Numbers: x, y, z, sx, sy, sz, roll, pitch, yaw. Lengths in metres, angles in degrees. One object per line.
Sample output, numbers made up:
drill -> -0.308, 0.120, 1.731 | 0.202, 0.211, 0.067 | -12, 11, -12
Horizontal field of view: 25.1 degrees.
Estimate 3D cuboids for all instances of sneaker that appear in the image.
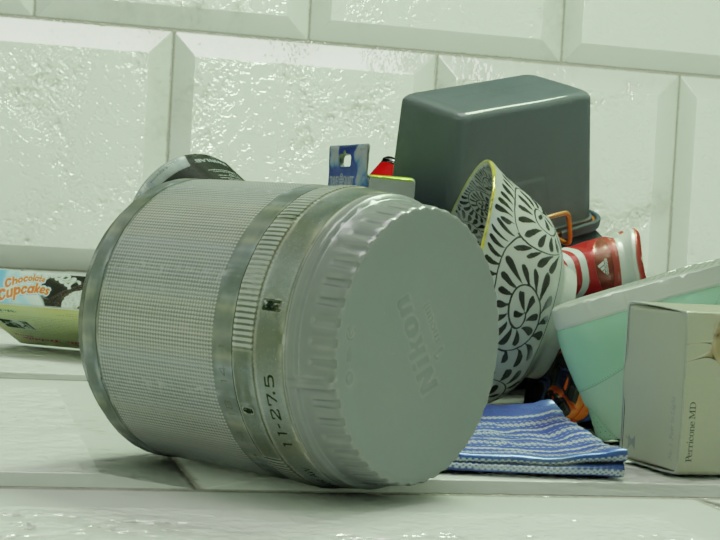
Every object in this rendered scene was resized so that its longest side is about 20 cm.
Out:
sneaker -> 0.176, 0.087, 1.254 | 0.078, 0.076, 0.200 | 14, 8, -6
sneaker -> 0.241, 0.056, 1.129 | 0.198, 0.120, 0.074 | -15, 0, -2
sneaker -> 0.172, 0.007, 1.365 | 0.114, 0.079, 0.200 | -6, -13, 1

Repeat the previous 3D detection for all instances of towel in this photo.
towel -> 0.081, 0.104, 1.045 | 0.143, 0.024, 0.200 | 2, 2, -6

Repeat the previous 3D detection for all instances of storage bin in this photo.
storage bin -> 0.119, -0.085, 1.384 | 0.199, 0.136, 0.145 | -14, 26, -36

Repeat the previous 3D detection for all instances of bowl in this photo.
bowl -> 0.105, 0.026, 1.228 | 0.093, 0.203, 0.201 | 18, 0, -6

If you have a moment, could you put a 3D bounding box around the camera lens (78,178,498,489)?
camera lens -> -0.044, 0.032, 0.893 | 0.198, 0.162, 0.159 | 5, 2, 39

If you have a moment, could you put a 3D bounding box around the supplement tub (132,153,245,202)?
supplement tub -> -0.120, -0.013, 1.479 | 0.122, 0.124, 0.200 | 2, 27, -37

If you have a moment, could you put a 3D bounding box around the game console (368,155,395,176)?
game console -> 0.082, -0.007, 1.516 | 0.199, 0.119, 0.173 | 27, 37, 9

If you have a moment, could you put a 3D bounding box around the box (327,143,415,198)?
box -> 0.000, 0.000, 1.322 | 0.047, 0.203, 0.122 | 5, 2, -17

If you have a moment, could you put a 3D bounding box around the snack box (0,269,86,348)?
snack box -> -0.259, 0.041, 1.526 | 0.198, 0.037, 0.116 | 4, -22, 19

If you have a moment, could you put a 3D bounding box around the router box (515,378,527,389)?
router box -> 0.097, 0.069, 1.518 | 0.198, 0.063, 0.149 | 5, 2, 37

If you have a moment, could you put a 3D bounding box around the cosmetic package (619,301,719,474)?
cosmetic package -> 0.271, 0.076, 1.040 | 0.198, 0.105, 0.073 | 2, 3, -23
